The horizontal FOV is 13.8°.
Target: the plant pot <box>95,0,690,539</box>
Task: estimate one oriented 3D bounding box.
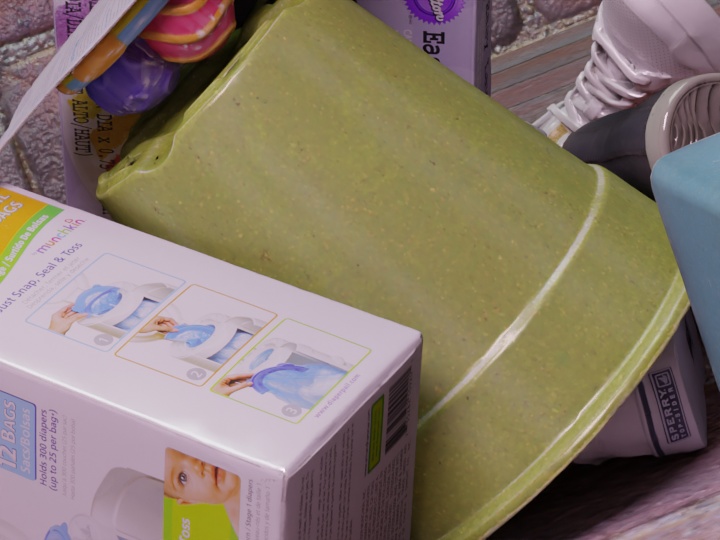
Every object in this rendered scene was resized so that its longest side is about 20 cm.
[{"bbox_3d":[0.003,-0.013,1.174,0.200,0.190,0.200,-44,11,11],"label":"plant pot"}]

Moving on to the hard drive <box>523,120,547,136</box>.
[{"bbox_3d":[0.013,0.014,1.431,0.200,0.025,0.132,-25,45,57],"label":"hard drive"}]

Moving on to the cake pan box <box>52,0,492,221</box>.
[{"bbox_3d":[-0.036,-0.070,1.274,0.183,0.201,0.052,4,34,5],"label":"cake pan box"}]

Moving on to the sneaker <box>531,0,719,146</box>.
[{"bbox_3d":[0.121,-0.076,1.396,0.115,0.074,0.200,-39,-24,0],"label":"sneaker"}]

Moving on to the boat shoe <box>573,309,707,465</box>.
[{"bbox_3d":[0.109,0.033,1.264,0.065,0.074,0.200,-16,7,9],"label":"boat shoe"}]

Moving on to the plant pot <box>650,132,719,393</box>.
[{"bbox_3d":[0.197,0.023,0.869,0.141,0.142,0.200,-22,15,-7],"label":"plant pot"}]

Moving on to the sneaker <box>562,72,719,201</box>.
[{"bbox_3d":[0.191,-0.042,1.279,0.199,0.075,0.106,15,-7,-22],"label":"sneaker"}]

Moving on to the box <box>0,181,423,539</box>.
[{"bbox_3d":[-0.088,0.060,1.102,0.199,0.113,0.101,20,37,23],"label":"box"}]

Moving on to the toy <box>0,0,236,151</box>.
[{"bbox_3d":[-0.067,-0.110,1.155,0.200,0.047,0.115,-50,9,18],"label":"toy"}]
